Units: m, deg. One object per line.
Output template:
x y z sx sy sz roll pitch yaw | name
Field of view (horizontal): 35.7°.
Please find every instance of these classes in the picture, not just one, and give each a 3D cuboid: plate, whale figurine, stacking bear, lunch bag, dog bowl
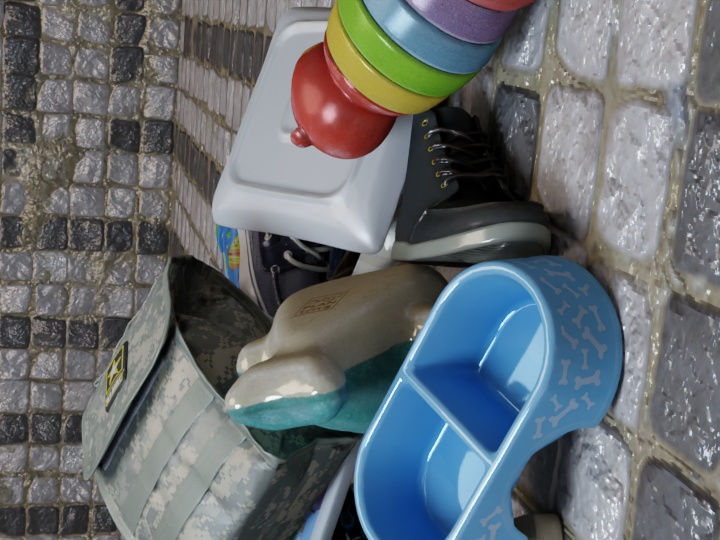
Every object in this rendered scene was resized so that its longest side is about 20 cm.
-0.031 -0.123 0.880 0.198 0.032 0.203 12 79 44 | plate
-0.007 0.066 0.710 0.200 0.157 0.105 -38 -66 -65 | whale figurine
0.022 -0.152 0.726 0.114 0.121 0.200 53 132 9 | stacking bear
-0.122 0.111 0.817 0.200 0.117 0.165 47 119 25 | lunch bag
0.062 0.083 0.621 0.111 0.049 0.202 43 113 43 | dog bowl

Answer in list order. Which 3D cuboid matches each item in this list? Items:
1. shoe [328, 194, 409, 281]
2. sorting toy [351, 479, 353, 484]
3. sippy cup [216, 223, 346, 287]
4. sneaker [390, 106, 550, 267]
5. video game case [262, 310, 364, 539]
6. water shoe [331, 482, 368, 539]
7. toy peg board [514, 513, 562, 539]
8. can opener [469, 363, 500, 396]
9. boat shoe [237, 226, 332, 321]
0.000 0.000 0.932 0.201 0.053 0.071 124 152 -47 | shoe
-0.009 0.114 1.034 0.186 0.036 0.202 111 156 -49 | sorting toy
-0.075 0.001 1.077 0.178 0.138 0.131 49 -154 -38 | sippy cup
0.064 -0.058 0.723 0.200 0.074 0.108 180 94 -74 | sneaker
-0.083 0.137 0.878 0.181 0.023 0.202 31 113 31 | video game case
-0.013 0.225 0.903 0.200 0.071 0.080 178 75 -84 | water shoe
0.050 0.266 0.696 0.199 0.096 0.203 130 139 -66 | toy peg board
0.074 0.116 0.744 0.067 0.053 0.200 50 150 11 | can opener
-0.050 -0.024 0.911 0.093 0.074 0.202 -41 52 34 | boat shoe
